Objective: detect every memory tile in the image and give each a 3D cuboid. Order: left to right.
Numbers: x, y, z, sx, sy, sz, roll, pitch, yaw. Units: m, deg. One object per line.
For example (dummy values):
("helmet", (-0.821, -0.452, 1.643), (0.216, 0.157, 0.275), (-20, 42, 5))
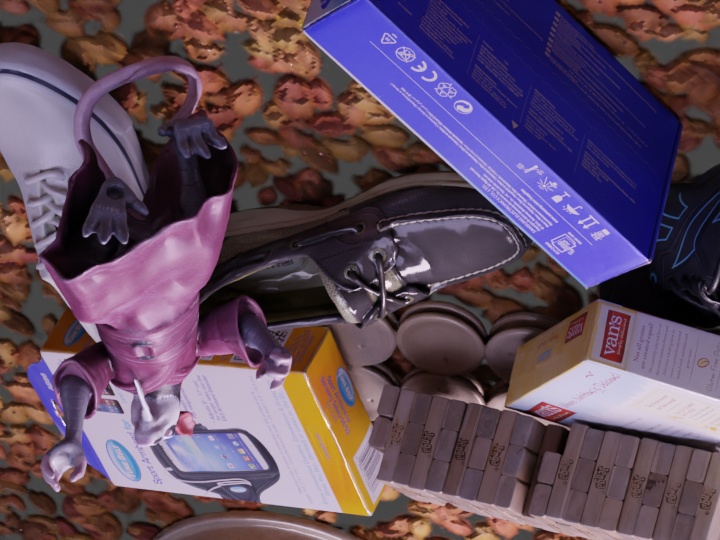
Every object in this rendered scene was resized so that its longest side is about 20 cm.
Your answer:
("memory tile", (0.023, 0.067, 1.511), (0.200, 0.017, 0.153), (8, 139, 12))

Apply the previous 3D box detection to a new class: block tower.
("block tower", (0.105, 0.110, 1.434), (0.200, 0.054, 0.058), (11, 169, 28))

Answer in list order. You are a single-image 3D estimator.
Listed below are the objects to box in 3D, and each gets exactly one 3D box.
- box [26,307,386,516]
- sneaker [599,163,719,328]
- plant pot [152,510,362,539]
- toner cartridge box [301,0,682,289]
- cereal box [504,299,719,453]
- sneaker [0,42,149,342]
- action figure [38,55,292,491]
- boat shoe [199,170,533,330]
("box", (-0.091, 0.078, 1.526), (0.200, 0.041, 0.119), (6, 137, 30))
("sneaker", (0.175, -0.008, 1.324), (0.075, 0.079, 0.200), (26, 141, -13))
("plant pot", (-0.065, 0.281, 1.656), (0.200, 0.184, 0.201), (10, 140, 8))
("toner cartridge box", (0.065, -0.089, 1.257), (0.043, 0.095, 0.200), (-26, 124, 39))
("cereal box", (0.188, 0.071, 1.388), (0.200, 0.040, 0.144), (18, 164, -10))
("sneaker", (-0.146, -0.032, 1.413), (0.073, 0.071, 0.200), (-9, 134, 27))
("action figure", (-0.117, 0.016, 1.371), (0.134, 0.149, 0.200), (-15, 142, -14))
("boat shoe", (-0.001, -0.001, 1.402), (0.201, 0.066, 0.072), (-8, 135, 28))
